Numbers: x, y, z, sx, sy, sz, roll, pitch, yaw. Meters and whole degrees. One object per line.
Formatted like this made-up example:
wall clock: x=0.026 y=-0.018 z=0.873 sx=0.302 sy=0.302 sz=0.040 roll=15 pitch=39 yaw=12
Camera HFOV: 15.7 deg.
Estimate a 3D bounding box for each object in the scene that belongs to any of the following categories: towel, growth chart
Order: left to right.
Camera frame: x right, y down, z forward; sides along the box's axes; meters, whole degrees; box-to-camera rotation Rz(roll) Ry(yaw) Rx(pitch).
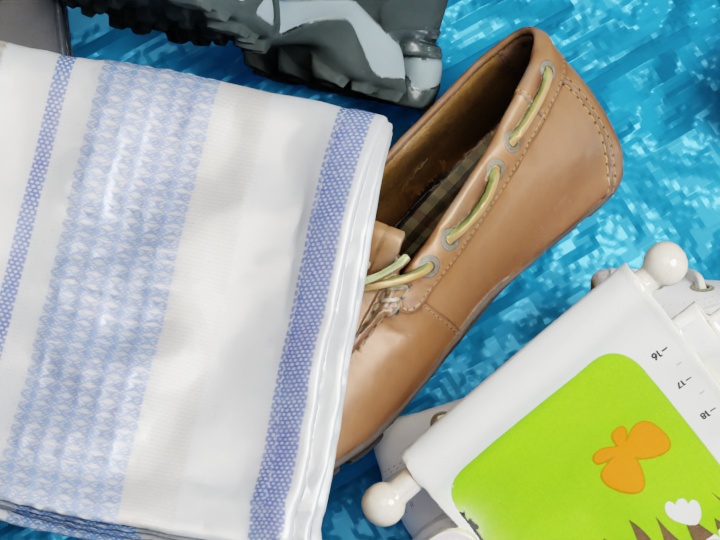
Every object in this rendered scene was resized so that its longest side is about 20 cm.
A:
towel: x=-0.096 y=0.003 z=0.767 sx=0.199 sy=0.024 sz=0.147 roll=11 pitch=74 yaw=2
growth chart: x=0.111 y=0.089 z=0.815 sx=0.200 sy=0.018 sz=0.145 roll=39 pitch=98 yaw=-14

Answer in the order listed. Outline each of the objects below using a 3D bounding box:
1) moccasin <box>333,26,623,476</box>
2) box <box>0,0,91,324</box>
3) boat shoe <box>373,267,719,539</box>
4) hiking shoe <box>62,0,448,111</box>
moccasin: x=0.001 y=0.001 z=0.843 sx=0.201 sy=0.074 sz=0.078 roll=-41 pitch=123 yaw=-11
box: x=-0.167 y=-0.057 z=0.849 sx=0.148 sy=0.107 sz=0.201 roll=-7 pitch=74 yaw=-4
boat shoe: x=0.097 y=0.028 z=0.850 sx=0.200 sy=0.071 sz=0.069 roll=-27 pitch=77 yaw=-7
hiking shoe: x=-0.036 y=-0.111 z=0.827 sx=0.074 sy=0.200 sz=0.087 roll=12 pitch=88 yaw=30
